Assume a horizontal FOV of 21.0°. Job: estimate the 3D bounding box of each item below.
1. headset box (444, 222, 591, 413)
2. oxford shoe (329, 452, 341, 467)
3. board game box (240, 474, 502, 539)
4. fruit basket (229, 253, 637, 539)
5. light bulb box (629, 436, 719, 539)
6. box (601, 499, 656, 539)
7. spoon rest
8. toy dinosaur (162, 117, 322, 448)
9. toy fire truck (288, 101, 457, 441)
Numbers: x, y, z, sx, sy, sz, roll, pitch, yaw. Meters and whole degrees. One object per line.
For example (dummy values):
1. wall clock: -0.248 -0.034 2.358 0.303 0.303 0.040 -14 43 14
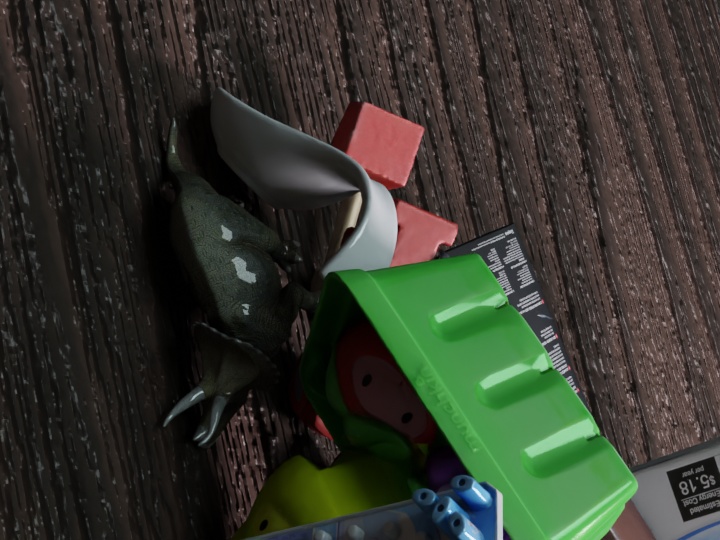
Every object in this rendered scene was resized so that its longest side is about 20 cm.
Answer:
1. headset box: 0.082 0.084 1.297 0.148 0.075 0.202 -23 91 -59
2. oxford shoe: 0.049 0.184 1.191 0.200 0.071 0.073 51 30 -25
3. board game box: -0.026 0.205 0.928 0.026 0.198 0.201 46 37 -44
4. fruit basket: 0.015 0.116 1.039 0.213 0.156 0.217 5 60 -8
5. light bulb box: 0.260 0.222 1.366 0.124 0.197 0.202 -10 78 -57
6. box: 0.189 0.249 1.273 0.201 0.075 0.100 60 16 11
7. spoon rest: -0.030 -0.053 1.153 0.099 0.061 0.200 42 6 -39
8. toy dinosaur: -0.073 -0.002 1.113 0.102 0.076 0.202 15 62 -68
9. toy fire truck: 0.000 0.000 1.199 0.048 0.141 0.202 21 90 -23
